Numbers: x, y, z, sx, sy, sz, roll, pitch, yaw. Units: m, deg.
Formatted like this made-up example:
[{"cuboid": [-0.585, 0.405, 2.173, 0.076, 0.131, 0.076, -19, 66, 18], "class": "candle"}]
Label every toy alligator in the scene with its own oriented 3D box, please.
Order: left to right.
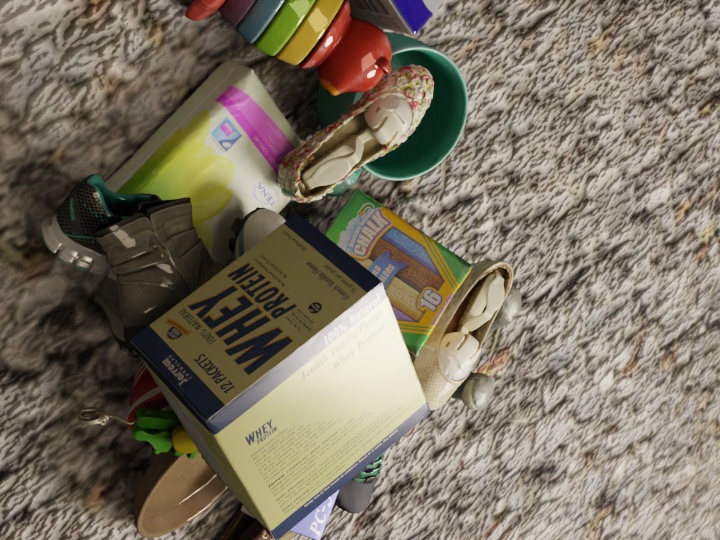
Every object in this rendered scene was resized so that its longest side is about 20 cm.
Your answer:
[{"cuboid": [-0.188, 0.167, 1.325, 0.199, 0.059, 0.054, 2, 119, -14], "class": "toy alligator"}]

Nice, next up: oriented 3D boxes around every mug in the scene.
[{"cuboid": [0.013, -0.183, 1.446, 0.185, 0.114, 0.153, -20, 120, -20], "class": "mug"}]

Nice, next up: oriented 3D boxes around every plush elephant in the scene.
[{"cuboid": [0.074, 0.069, 1.583, 0.155, 0.200, 0.165, 32, 70, -21], "class": "plush elephant"}]

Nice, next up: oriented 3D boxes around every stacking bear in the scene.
[{"cuboid": [-0.058, -0.250, 1.305, 0.200, 0.121, 0.114, 34, 83, -14], "class": "stacking bear"}]

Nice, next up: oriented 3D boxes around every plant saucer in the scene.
[{"cuboid": [-0.177, 0.216, 1.445, 0.200, 0.029, 0.200, -41, 159, -20], "class": "plant saucer"}]

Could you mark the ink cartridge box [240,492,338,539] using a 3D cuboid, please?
[{"cuboid": [-0.057, 0.205, 1.521, 0.094, 0.044, 0.201, 26, 81, -28], "class": "ink cartridge box"}]

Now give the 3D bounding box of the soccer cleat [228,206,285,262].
[{"cuboid": [-0.104, 0.025, 1.378, 0.070, 0.086, 0.200, -32, 149, -36], "class": "soccer cleat"}]

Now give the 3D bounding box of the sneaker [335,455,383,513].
[{"cuboid": [0.004, 0.225, 1.618, 0.074, 0.087, 0.201, -18, 117, -34], "class": "sneaker"}]

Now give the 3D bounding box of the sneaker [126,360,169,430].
[{"cuboid": [-0.165, 0.088, 1.386, 0.199, 0.116, 0.078, -25, 130, 7], "class": "sneaker"}]

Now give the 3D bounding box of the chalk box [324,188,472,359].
[{"cuboid": [0.000, 0.000, 1.446, 0.200, 0.124, 0.124, 35, 75, -2], "class": "chalk box"}]

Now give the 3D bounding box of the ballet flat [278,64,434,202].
[{"cuboid": [0.001, -0.134, 1.351, 0.200, 0.064, 0.076, -40, 115, 6], "class": "ballet flat"}]

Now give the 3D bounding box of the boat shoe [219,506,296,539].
[{"cuboid": [-0.111, 0.287, 1.558, 0.200, 0.072, 0.072, -51, 133, -5], "class": "boat shoe"}]

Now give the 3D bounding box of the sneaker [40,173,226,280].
[{"cuboid": [-0.206, -0.029, 1.272, 0.200, 0.078, 0.091, 21, 116, -27], "class": "sneaker"}]

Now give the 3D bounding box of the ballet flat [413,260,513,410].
[{"cuboid": [0.117, 0.066, 1.476, 0.067, 0.062, 0.200, 37, 62, -22], "class": "ballet flat"}]

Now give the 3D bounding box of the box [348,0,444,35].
[{"cuboid": [0.037, -0.360, 1.356, 0.200, 0.184, 0.105, -51, 130, -13], "class": "box"}]

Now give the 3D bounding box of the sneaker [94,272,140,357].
[{"cuboid": [-0.203, 0.067, 1.315, 0.079, 0.200, 0.074, -51, 146, 15], "class": "sneaker"}]

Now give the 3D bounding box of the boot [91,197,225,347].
[{"cuboid": [-0.153, -0.011, 1.243, 0.200, 0.068, 0.131, -16, 97, -39], "class": "boot"}]

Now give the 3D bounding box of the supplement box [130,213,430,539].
[{"cuboid": [-0.068, 0.099, 1.205, 0.200, 0.134, 0.200, -38, 138, -15], "class": "supplement box"}]

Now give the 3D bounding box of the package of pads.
[{"cuboid": [-0.154, -0.096, 1.373, 0.200, 0.068, 0.155, -47, 130, -13], "class": "package of pads"}]
